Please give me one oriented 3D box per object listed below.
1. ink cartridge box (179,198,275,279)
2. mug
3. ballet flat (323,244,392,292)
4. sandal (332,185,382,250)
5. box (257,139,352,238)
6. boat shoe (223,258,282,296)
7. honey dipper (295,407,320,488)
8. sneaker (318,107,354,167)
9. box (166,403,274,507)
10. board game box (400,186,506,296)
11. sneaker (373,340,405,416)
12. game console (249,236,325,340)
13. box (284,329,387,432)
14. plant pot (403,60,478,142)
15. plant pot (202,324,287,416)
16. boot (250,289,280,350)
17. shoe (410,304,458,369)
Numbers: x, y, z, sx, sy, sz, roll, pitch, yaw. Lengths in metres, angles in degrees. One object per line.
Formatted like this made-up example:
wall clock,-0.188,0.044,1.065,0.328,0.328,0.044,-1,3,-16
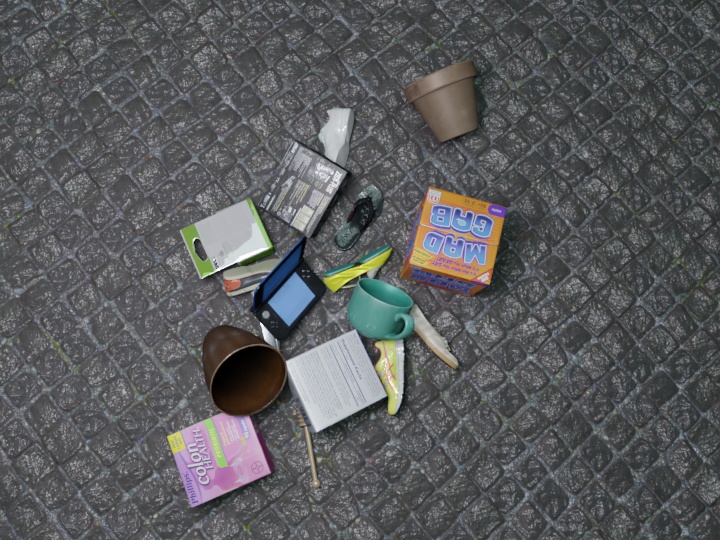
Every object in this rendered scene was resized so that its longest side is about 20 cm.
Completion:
ink cartridge box,-0.345,-0.078,1.540,0.200,0.076,0.148,-25,82,-6
mug,0.044,0.110,1.471,0.152,0.185,0.115,19,108,-10
ballet flat,0.000,0.000,1.557,0.200,0.067,0.067,-24,103,-5
sandal,-0.001,-0.142,1.584,0.075,0.048,0.201,31,80,3
box,-0.144,-0.211,1.539,0.164,0.086,0.200,31,100,3
boat shoe,-0.255,0.018,1.533,0.199,0.071,0.063,-13,117,-19
honey dipper,-0.125,0.440,1.472,0.038,0.038,0.201,-12,81,-5
sneaker,-0.079,-0.349,1.618,0.088,0.075,0.201,9,78,16
box,-0.335,0.441,1.430,0.199,0.097,0.176,-21,81,-6
board game box,0.231,-0.067,1.506,0.199,0.200,0.200,15,78,0
sneaker,0.070,0.268,1.503,0.090,0.078,0.201,-1,73,5
game console,-0.167,0.047,1.448,0.171,0.118,0.200,51,59,-19
box,-0.069,0.272,1.455,0.200,0.105,0.184,-23,81,-19
plant pot,0.239,-0.447,1.599,0.200,0.200,0.175,-21,98,-7
plant pot,-0.303,0.217,1.419,0.186,0.200,0.187,-14,118,-28
boot,-0.210,0.137,1.509,0.095,0.074,0.201,-14,90,-19
shoe,0.187,0.171,1.524,0.053,0.070,0.200,-43,82,-2
